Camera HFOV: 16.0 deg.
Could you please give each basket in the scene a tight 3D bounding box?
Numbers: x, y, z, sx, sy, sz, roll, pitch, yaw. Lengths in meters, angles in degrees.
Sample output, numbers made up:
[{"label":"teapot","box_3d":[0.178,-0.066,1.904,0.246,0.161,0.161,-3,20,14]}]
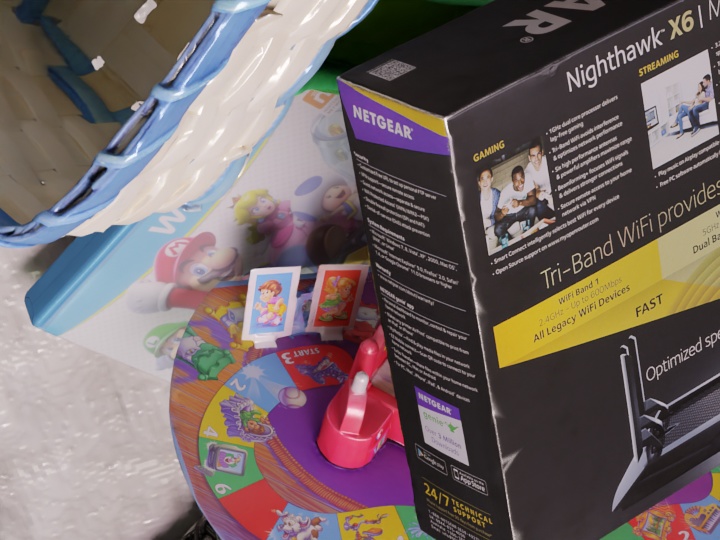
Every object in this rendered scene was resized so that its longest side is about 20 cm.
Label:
[{"label":"basket","box_3d":[-0.086,-0.092,0.670,0.176,0.139,0.200,-50,158,18]}]

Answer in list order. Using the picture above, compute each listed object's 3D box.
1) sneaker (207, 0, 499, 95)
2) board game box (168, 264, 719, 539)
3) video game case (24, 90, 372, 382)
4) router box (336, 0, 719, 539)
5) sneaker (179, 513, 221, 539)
[{"label":"sneaker","box_3d":[0.048,-0.075,0.807,0.199,0.084,0.074,-3,137,-20]},{"label":"board game box","box_3d":[0.039,0.042,0.842,0.199,0.158,0.039,-6,138,-20]},{"label":"video game case","box_3d":[0.000,0.000,0.914,0.200,0.018,0.143,26,118,-40]},{"label":"router box","box_3d":[0.096,-0.020,0.779,0.200,0.052,0.158,-27,122,-29]},{"label":"sneaker","box_3d":[-0.063,0.136,1.007,0.085,0.078,0.200,15,122,-8]}]
